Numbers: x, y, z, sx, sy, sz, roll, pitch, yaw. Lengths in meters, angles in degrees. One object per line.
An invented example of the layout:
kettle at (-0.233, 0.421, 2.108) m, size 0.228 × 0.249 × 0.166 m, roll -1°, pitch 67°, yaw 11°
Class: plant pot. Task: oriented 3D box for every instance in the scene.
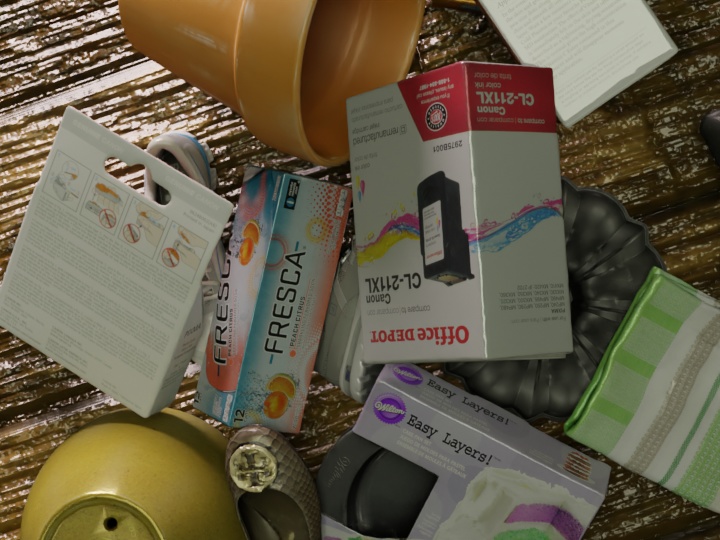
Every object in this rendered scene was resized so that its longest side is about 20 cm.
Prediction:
plant pot at (-0.074, -0.200, 1.023) m, size 0.183 × 0.200 × 0.200 m, roll 20°, pitch 91°, yaw 22°
plant pot at (-0.182, 0.211, 1.042) m, size 0.200 × 0.142 × 0.200 m, roll 0°, pitch 89°, yaw 5°

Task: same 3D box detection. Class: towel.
towel at (0.269, 0.103, 1.023) m, size 0.200 × 0.031 × 0.149 m, roll 26°, pitch 92°, yaw -20°

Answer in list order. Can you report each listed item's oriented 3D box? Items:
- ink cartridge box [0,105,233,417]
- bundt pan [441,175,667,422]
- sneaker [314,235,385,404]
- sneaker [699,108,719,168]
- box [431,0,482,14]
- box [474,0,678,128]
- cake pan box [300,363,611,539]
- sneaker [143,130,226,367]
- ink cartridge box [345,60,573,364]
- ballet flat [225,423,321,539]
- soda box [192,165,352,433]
ink cartridge box at (-0.189, -0.008, 1.050) m, size 0.160 × 0.047 × 0.200 m, roll 31°, pitch 113°, yaw 13°
bundt pan at (0.146, 0.023, 1.050) m, size 0.202 × 0.076 × 0.202 m, roll 0°, pitch 89°, yaw 4°
sneaker at (0.000, 0.000, 1.058) m, size 0.082 × 0.075 × 0.200 m, roll 16°, pitch 93°, yaw 37°
sneaker at (0.318, -0.034, 1.032) m, size 0.091 × 0.076 × 0.200 m, roll -36°, pitch 85°, yaw -3°
box at (0.131, -0.302, 1.071) m, size 0.119 × 0.041 × 0.200 m, roll 10°, pitch 93°, yaw 5°
box at (0.132, -0.214, 0.988) m, size 0.097 × 0.124 × 0.200 m, roll -34°, pitch 92°, yaw 10°
cake pan box at (0.065, 0.185, 1.035) m, size 0.200 × 0.052 × 0.184 m, roll 28°, pitch 114°, yaw 5°
sneaker at (-0.140, -0.015, 1.069) m, size 0.075 × 0.087 × 0.200 m, roll -16°, pitch 90°, yaw 2°
ink cartridge box at (0.067, -0.034, 0.949) m, size 0.083 × 0.146 × 0.200 m, roll -2°, pitch 86°, yaw -35°
ballet flat at (-0.060, 0.212, 1.029) m, size 0.067 × 0.046 × 0.200 m, roll -5°, pitch 111°, yaw 21°
soda box at (-0.069, 0.023, 1.048) m, size 0.068 × 0.064 × 0.200 m, roll 12°, pitch 92°, yaw -35°
